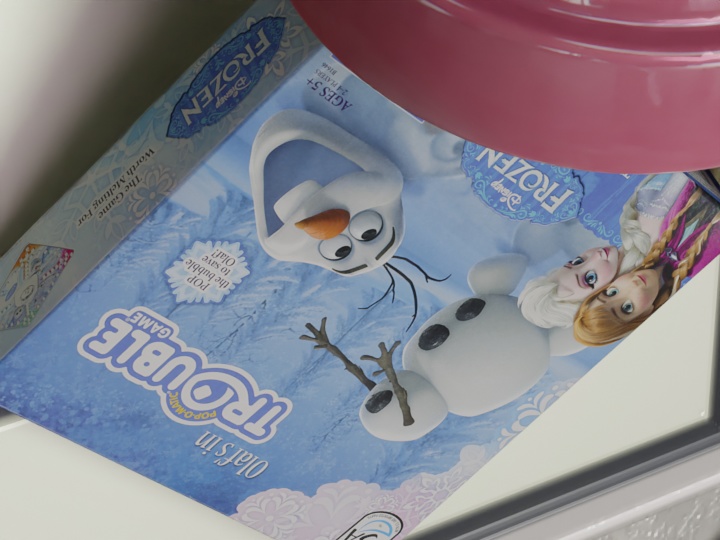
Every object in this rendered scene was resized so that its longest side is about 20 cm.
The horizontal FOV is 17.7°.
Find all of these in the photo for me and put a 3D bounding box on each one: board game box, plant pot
[{"bbox_3d":[0.000,0.000,0.777,0.199,0.043,0.200,-43,135,17],"label":"board game box"},{"bbox_3d":[0.075,-0.156,0.615,0.199,0.200,0.179,-29,153,-24],"label":"plant pot"}]

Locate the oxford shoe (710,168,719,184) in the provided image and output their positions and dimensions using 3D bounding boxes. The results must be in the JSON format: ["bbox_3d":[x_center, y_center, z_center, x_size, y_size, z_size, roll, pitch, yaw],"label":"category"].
[{"bbox_3d":[0.083,-0.048,0.847,0.199,0.070,0.075,10,108,-40],"label":"oxford shoe"}]
